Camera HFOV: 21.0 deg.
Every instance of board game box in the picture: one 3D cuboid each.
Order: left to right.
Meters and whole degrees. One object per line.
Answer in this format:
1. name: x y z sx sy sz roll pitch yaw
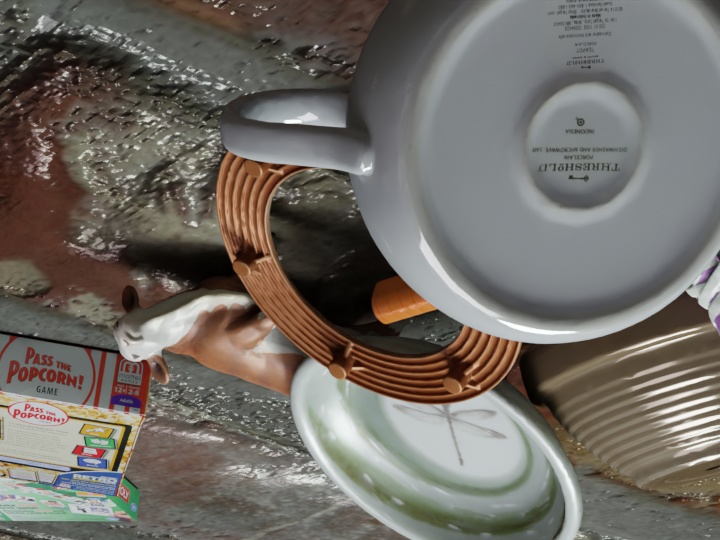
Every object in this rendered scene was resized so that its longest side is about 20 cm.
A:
1. board game box: -0.303 0.179 1.645 0.198 0.029 0.135 -2 154 17
2. board game box: -0.242 0.110 1.460 0.150 0.047 0.200 11 155 -10

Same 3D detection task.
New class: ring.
1. ring: 0.000 0.000 1.079 0.199 0.019 0.202 22 137 22

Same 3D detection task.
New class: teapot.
1. teapot: 0.071 -0.068 0.883 0.200 0.198 0.146 42 179 -22

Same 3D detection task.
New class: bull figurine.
1. bull figurine: -0.059 0.038 1.238 0.199 0.066 0.121 18 147 -35

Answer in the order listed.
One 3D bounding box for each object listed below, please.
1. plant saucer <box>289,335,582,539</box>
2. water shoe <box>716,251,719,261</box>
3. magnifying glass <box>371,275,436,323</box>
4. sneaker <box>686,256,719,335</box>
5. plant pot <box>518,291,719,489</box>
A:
1. plant saucer: 0.053 0.101 1.203 0.198 0.050 0.201 22 143 18
2. water shoe: 0.240 0.040 0.959 0.200 0.079 0.071 43 138 -10
3. magnifying glass: 0.094 -0.010 0.973 0.198 0.080 0.022 -19 123 29
4. sneaker: 0.182 -0.011 1.023 0.198 0.115 0.073 14 156 -15
5. plant pot: 0.199 0.073 1.152 0.199 0.094 0.201 -12 166 -3
